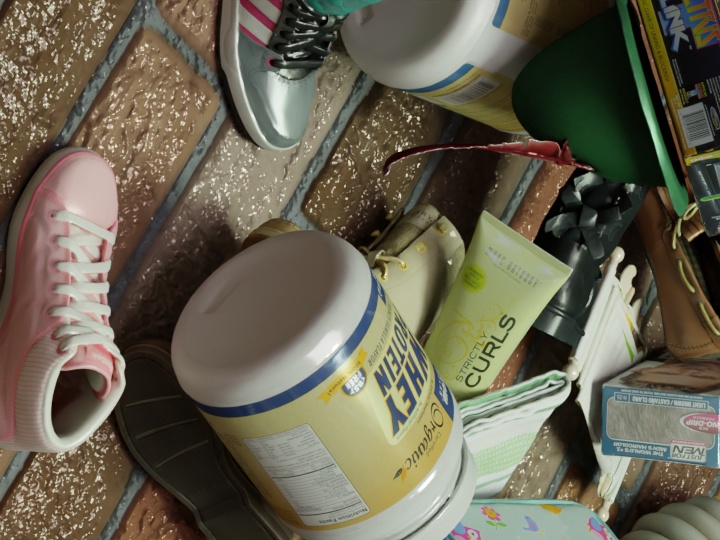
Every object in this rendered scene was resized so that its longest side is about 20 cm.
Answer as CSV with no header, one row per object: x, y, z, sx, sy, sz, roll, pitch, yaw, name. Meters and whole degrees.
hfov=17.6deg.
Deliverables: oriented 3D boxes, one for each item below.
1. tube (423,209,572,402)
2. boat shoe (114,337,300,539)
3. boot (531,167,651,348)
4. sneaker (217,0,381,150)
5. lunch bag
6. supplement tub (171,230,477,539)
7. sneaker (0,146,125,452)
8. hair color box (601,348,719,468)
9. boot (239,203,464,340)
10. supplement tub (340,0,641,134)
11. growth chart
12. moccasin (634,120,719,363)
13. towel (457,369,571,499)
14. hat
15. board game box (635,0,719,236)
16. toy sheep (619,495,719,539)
0.076,0.055,1.671,0.058,0.052,0.201,14,121,-24,tube
-0.104,0.118,1.587,0.201,0.072,0.068,62,30,-27,boat shoe
0.168,-0.029,1.744,0.163,0.073,0.198,-62,174,0,boot
-0.028,-0.175,1.555,0.083,0.120,0.201,-16,110,-43,sneaker
0.127,0.238,1.704,0.199,0.161,0.077,8,125,-46,lunch bag
-0.019,0.089,1.525,0.145,0.144,0.200,-52,127,-25,supplement tub
-0.178,0.023,1.457,0.075,0.104,0.201,27,78,-43,sneaker
0.273,0.108,1.893,0.200,0.099,0.061,-19,111,-65,hair color box
0.000,0.000,1.651,0.156,0.073,0.200,-50,136,-25,boot
0.096,-0.180,1.663,0.199,0.144,0.145,17,86,-46,supplement tub
0.205,0.090,1.885,0.145,0.018,0.201,-61,148,-36,growth chart
0.268,-0.028,1.891,0.073,0.078,0.203,8,68,-42,moccasin
0.070,0.164,1.719,0.149,0.031,0.201,-15,143,-41,towel
0.116,-0.102,1.590,0.200,0.175,0.166,59,18,-53,hat
0.237,-0.146,1.649,0.165,0.056,0.201,49,26,-67,board game box
0.270,0.264,1.953,0.200,0.138,0.138,-37,123,-28,toy sheep
